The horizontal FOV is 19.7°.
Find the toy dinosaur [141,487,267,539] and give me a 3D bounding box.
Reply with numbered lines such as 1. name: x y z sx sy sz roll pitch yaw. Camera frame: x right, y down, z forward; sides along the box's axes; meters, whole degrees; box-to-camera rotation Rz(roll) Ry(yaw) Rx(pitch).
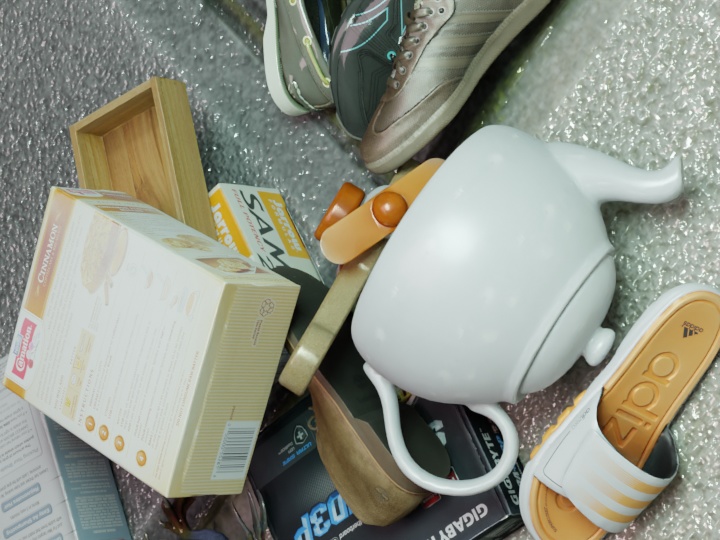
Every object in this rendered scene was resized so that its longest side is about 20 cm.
1. toy dinosaur: -0.088 0.228 1.513 0.105 0.200 0.181 -43 53 -18

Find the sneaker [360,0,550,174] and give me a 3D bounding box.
1. sneaker: 0.054 -0.158 1.398 0.200 0.075 0.070 -50 13 -1

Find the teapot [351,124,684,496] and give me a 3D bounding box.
1. teapot: 0.096 0.017 1.338 0.146 0.197 0.200 35 143 11

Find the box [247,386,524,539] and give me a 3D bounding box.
1. box: 0.017 0.148 1.469 0.200 0.046 0.160 -38 66 32

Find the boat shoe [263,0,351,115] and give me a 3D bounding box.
1. boat shoe: -0.038 -0.217 1.514 0.060 0.072 0.203 -6 90 37

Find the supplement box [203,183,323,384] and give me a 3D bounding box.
1. supplement box: -0.122 0.043 1.567 0.200 0.073 0.126 -42 63 30

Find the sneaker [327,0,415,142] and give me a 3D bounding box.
1. sneaker: 0.037 -0.182 1.448 0.079 0.075 0.201 24 103 35

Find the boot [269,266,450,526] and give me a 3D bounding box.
1. boot: -0.020 0.087 1.432 0.200 0.073 0.076 57 131 24

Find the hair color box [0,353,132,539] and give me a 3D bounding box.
1. hair color box: -0.256 0.170 1.680 0.099 0.060 0.201 -30 69 34

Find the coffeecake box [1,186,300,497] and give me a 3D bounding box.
1. coffeecake box: -0.150 0.046 1.440 0.200 0.073 0.154 27 106 41

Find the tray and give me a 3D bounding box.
1. tray: -0.154 -0.030 1.529 0.098 0.037 0.201 -25 69 36

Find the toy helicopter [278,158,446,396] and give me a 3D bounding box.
1. toy helicopter: 0.000 0.000 1.383 0.079 0.200 0.132 31 142 -2

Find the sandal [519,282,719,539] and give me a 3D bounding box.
1. sandal: 0.172 0.103 1.317 0.207 0.079 0.059 -61 25 18
